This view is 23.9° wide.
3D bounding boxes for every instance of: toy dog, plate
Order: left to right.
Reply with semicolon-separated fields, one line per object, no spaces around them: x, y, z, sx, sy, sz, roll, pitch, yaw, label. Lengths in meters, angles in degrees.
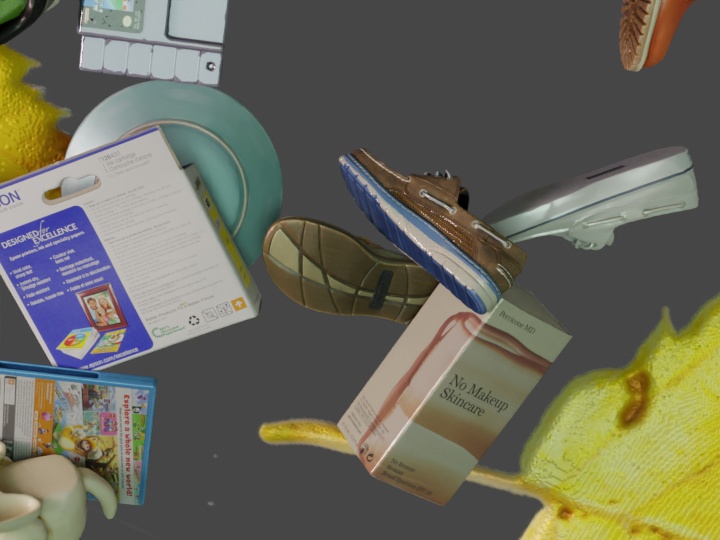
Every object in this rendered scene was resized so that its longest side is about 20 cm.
-0.329;0.262;1.551;0.193;0.139;0.201;-9;123;-41;toy dog
-0.168;-0.069;1.518;0.199;0.026;0.201;-1;107;-4;plate

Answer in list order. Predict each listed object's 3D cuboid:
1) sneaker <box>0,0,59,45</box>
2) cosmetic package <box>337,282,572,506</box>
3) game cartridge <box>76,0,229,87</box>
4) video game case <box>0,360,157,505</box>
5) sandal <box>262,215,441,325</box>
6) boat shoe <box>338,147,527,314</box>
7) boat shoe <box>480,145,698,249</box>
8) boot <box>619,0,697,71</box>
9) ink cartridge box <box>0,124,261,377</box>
-0.343;-0.214;1.432;0.199;0.087;0.074;-20;107;3;sneaker
0.084;0.100;1.537;0.103;0.087;0.200;26;104;-35;cosmetic package
-0.172;-0.263;1.458;0.129;0.038;0.201;5;106;-9;game cartridge
-0.291;0.147;1.557;0.199;0.018;0.144;7;123;-5;video game case
0.000;0.000;1.539;0.199;0.054;0.081;15;111;-23;sandal
0.064;-0.047;1.488;0.072;0.072;0.200;-41;67;-12;boat shoe
0.207;-0.050;1.522;0.199;0.074;0.066;-18;102;3;boat shoe
0.293;-0.258;1.469;0.107;0.075;0.201;17;104;-13;boot
-0.216;-0.018;1.495;0.197;0.047;0.201;-18;114;13;ink cartridge box
